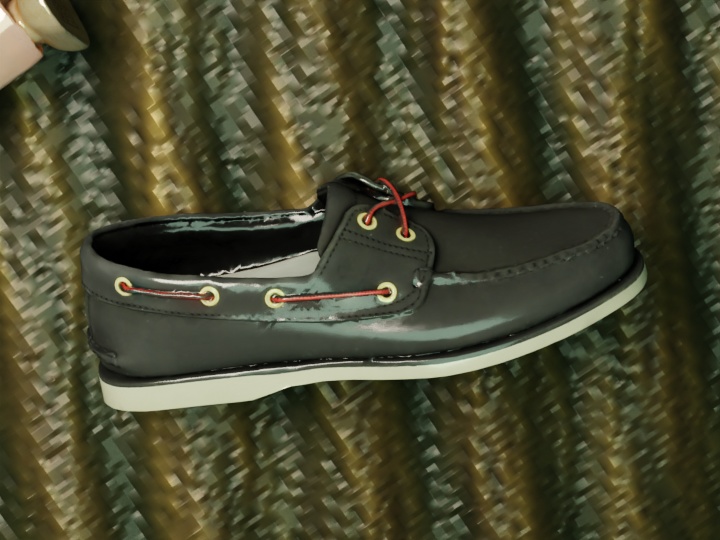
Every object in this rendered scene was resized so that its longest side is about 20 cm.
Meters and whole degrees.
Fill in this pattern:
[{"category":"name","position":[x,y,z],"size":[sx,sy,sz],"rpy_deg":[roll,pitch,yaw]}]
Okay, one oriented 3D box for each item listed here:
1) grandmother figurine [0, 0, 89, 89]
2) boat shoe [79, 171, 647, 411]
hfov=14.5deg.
[{"category":"grandmother figurine","position":[-0.193,-0.050,0.990],"size":[0.199,0.061,0.122],"rpy_deg":[-31,76,8]},{"category":"boat shoe","position":[0.000,0.001,0.999],"size":[0.200,0.074,0.063],"rpy_deg":[-8,112,4]}]
